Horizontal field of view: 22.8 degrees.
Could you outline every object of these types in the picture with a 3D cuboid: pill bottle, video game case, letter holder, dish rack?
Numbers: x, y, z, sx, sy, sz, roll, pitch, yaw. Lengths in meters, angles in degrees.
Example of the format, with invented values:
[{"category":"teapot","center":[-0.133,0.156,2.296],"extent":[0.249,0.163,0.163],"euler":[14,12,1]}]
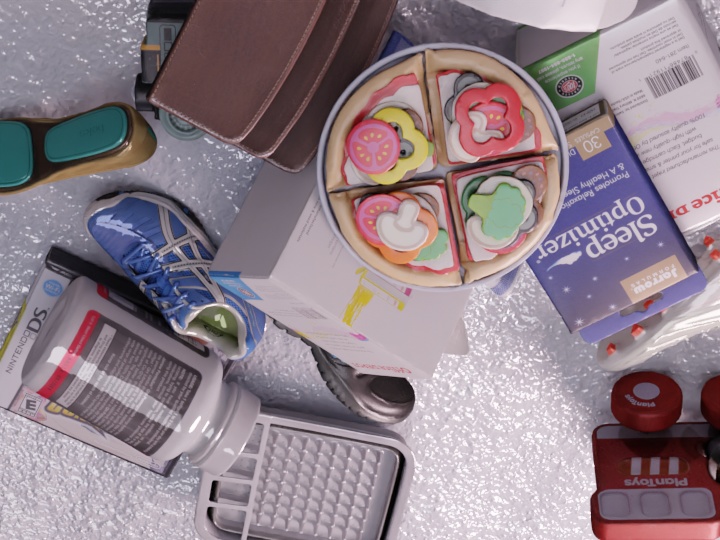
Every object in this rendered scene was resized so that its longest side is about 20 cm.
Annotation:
[{"category":"pill bottle","center":[-0.192,0.100,1.588],"extent":[0.199,0.111,0.111],"euler":[32,120,-15]},{"category":"video game case","center":[-0.233,0.090,1.667],"extent":[0.198,0.026,0.182],"euler":[25,121,-12]},{"category":"letter holder","center":[-0.055,-0.187,1.368],"extent":[0.141,0.101,0.202],"euler":[28,93,-4]},{"category":"dish rack","center":[-0.054,0.203,1.719],"extent":[0.197,0.044,0.173],"euler":[11,123,-3]}]

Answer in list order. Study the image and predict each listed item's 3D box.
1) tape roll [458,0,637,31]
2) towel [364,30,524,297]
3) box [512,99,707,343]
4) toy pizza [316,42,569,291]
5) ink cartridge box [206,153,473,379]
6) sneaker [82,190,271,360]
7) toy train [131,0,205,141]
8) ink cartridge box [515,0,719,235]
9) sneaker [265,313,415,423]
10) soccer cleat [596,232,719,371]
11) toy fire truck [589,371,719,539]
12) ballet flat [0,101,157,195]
[{"category":"tape roll","center":[0.121,-0.256,1.309],"extent":[0.200,0.203,0.071],"euler":[15,123,-6]},{"category":"towel","center":[0.073,-0.087,1.468],"extent":[0.199,0.148,0.024],"euler":[37,147,-20]},{"category":"box","center":[0.193,-0.029,1.451],"extent":[0.120,0.033,0.201],"euler":[-27,118,16]},{"category":"toy pizza","center":[0.064,-0.076,1.384],"extent":[0.197,0.032,0.203],"euler":[0,110,-1]},{"category":"ink cartridge box","center":[0.000,0.000,1.497],"extent":[0.199,0.128,0.126],"euler":[33,76,-25]},{"category":"sneaker","center":[-0.159,0.003,1.574],"extent":[0.199,0.077,0.076],"euler":[35,121,-16]},{"category":"toy train","center":[-0.090,-0.169,1.457],"extent":[0.197,0.085,0.115],"euler":[1,114,3]},{"category":"ink cartridge box","center":[0.234,-0.131,1.454],"extent":[0.144,0.084,0.201],"euler":[-25,118,19]},{"category":"sneaker","center":[-0.007,0.059,1.603],"extent":[0.082,0.074,0.200],"euler":[-33,116,21]},{"category":"soccer cleat","center":[0.294,0.033,1.571],"extent":[0.077,0.070,0.200],"euler":[37,115,-23]},{"category":"toy fire truck","center":[0.303,0.185,1.608],"extent":[0.197,0.169,0.113],"euler":[0,124,4]},{"category":"ballet flat","center":[-0.263,-0.097,1.520],"extent":[0.198,0.070,0.063],"euler":[-6,165,23]}]
